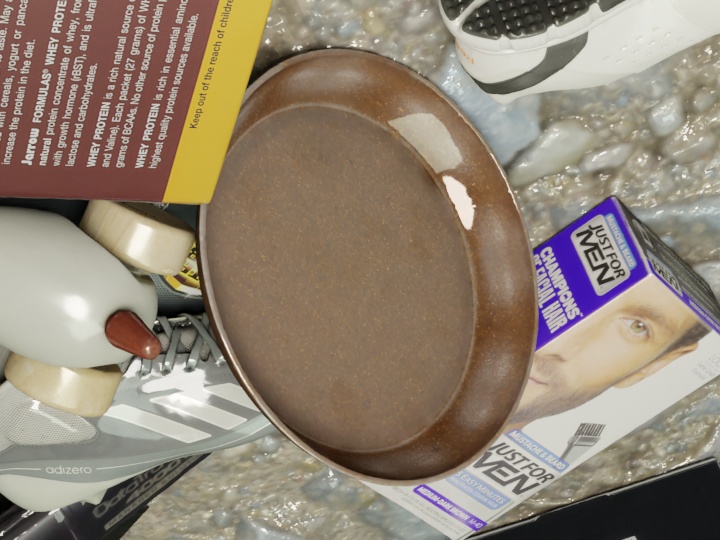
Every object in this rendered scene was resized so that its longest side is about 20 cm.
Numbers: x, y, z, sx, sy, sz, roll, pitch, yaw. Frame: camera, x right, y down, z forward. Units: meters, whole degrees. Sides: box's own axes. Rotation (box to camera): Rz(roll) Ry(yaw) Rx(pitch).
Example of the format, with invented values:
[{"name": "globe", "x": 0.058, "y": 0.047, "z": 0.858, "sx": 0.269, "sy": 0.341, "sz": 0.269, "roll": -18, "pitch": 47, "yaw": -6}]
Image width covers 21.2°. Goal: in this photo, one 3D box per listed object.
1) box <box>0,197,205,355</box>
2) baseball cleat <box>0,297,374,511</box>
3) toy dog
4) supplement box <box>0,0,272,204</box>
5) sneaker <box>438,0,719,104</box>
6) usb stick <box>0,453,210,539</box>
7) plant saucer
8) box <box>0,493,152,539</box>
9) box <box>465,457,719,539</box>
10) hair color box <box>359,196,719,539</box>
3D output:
[{"name": "box", "x": -0.142, "y": -0.015, "z": 0.889, "sx": 0.159, "sy": 0.046, "sz": 0.200, "roll": -38, "pitch": 136, "yaw": 21}, {"name": "baseball cleat", "x": -0.095, "y": 0.046, "z": 0.888, "sx": 0.200, "sy": 0.070, "sz": 0.106, "roll": -28, "pitch": 133, "yaw": 5}, {"name": "toy dog", "x": -0.155, "y": 0.002, "z": 0.779, "sx": 0.200, "sy": 0.096, "sz": 0.132, "roll": -1, "pitch": 103, "yaw": -25}, {"name": "supplement box", "x": -0.140, "y": -0.141, "z": 0.687, "sx": 0.200, "sy": 0.133, "sz": 0.197, "roll": 1, "pitch": 136, "yaw": -22}, {"name": "sneaker", "x": 0.133, "y": -0.130, "z": 0.863, "sx": 0.200, "sy": 0.074, "sz": 0.080, "roll": -13, "pitch": 153, "yaw": 0}, {"name": "usb stick", "x": -0.118, "y": 0.100, "z": 0.980, "sx": 0.200, "sy": 0.033, "sz": 0.055, "roll": -37, "pitch": 145, "yaw": -16}, {"name": "plant saucer", "x": 0.000, "y": 0.000, "z": 0.871, "sx": 0.200, "sy": 0.201, "sz": 0.034, "roll": 19, "pitch": 156, "yaw": -36}, {"name": "box", "x": -0.232, "y": 0.150, "z": 1.035, "sx": 0.160, "sy": 0.049, "sz": 0.200, "roll": 19, "pitch": 127, "yaw": -37}, {"name": "box", "x": 0.164, "y": 0.247, "z": 1.236, "sx": 0.200, "sy": 0.124, "sz": 0.197, "roll": -18, "pitch": 141, "yaw": -1}, {"name": "hair color box", "x": 0.094, "y": 0.059, "z": 1.047, "sx": 0.200, "sy": 0.065, "sz": 0.109, "roll": -37, "pitch": 136, "yaw": 17}]
